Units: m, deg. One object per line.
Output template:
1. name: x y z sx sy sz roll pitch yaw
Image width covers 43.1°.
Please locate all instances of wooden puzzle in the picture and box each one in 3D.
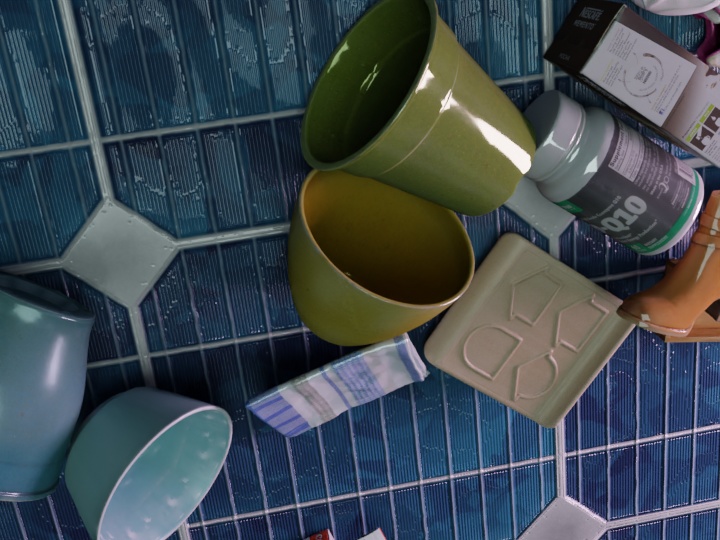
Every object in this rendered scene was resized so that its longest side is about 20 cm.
1. wooden puzzle: 0.202 0.072 1.103 0.200 0.046 0.186 31 103 -14

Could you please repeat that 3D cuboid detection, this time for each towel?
1. towel: -0.021 0.135 1.053 0.199 0.024 0.147 -23 155 2

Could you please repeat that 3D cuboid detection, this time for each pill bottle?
1. pill bottle: 0.266 -0.108 1.002 0.199 0.113 0.113 28 105 -18

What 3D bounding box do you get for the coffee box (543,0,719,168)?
1. coffee box: 0.309 -0.202 0.972 0.199 0.113 0.080 28 104 -19

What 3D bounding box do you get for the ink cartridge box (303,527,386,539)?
1. ink cartridge box: -0.048 0.401 1.185 0.199 0.050 0.109 -26 113 0

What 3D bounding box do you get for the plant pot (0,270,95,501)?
1. plant pot: -0.373 0.107 0.948 0.199 0.200 0.189 24 90 -18

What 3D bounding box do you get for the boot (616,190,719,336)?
1. boot: 0.380 -0.013 1.029 0.199 0.074 0.155 -9 121 -32

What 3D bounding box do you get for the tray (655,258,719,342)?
1. tray: 0.472 0.036 1.136 0.199 0.037 0.099 0 111 -10

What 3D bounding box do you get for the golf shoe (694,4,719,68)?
1. golf shoe: 0.405 -0.309 0.970 0.091 0.075 0.201 -8 111 -3

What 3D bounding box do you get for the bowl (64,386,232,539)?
1. bowl: -0.248 0.209 1.017 0.105 0.201 0.201 32 107 23

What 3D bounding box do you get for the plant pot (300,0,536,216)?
1. plant pot: 0.073 -0.149 0.931 0.190 0.200 0.200 28 105 -32

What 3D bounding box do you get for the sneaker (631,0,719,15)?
1. sneaker: 0.285 -0.310 0.930 0.199 0.080 0.071 18 107 -6

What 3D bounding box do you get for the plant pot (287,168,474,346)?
1. plant pot: 0.000 0.000 0.975 0.199 0.201 0.142 20 134 -16
